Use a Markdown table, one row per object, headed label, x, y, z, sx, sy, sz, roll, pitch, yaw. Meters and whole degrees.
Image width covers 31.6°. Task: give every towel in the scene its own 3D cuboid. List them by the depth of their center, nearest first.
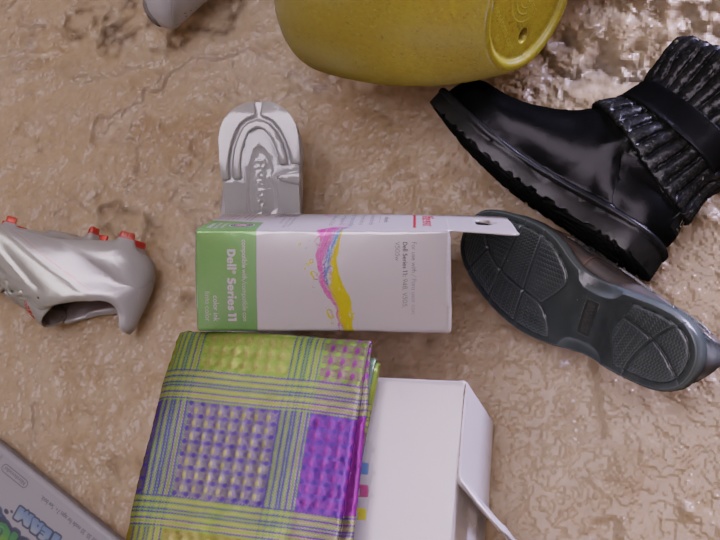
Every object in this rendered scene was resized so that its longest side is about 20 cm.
| label | x | y | z | sx | sy | sz | roll | pitch | yaw |
| --- | --- | --- | --- | --- | --- | --- | --- | --- | --- |
| towel | -0.068 | 0.136 | 0.763 | 0.143 | 0.023 | 0.201 | 3 | 73 | 17 |

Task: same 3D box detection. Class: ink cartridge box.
| label | x | y | z | sx | sy | sz | roll | pitch | yaw |
| --- | --- | --- | --- | --- | --- | --- | --- | --- | --- |
| ink cartridge box | 0.002 | 0.142 | 0.824 | 0.199 | 0.129 | 0.126 | 1 | 73 | 15 |
| ink cartridge box | 0.000 | 0.000 | 0.832 | 0.199 | 0.117 | 0.068 | 0 | 97 | 3 |

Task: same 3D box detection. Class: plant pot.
| label | x | y | z | sx | sy | sz | roll | pitch | yaw |
| --- | --- | --- | --- | --- | --- | --- | --- | --- | --- |
| plant pot | 0.059 | -0.206 | 0.869 | 0.142 | 0.200 | 0.200 | 29 | 82 | 30 |

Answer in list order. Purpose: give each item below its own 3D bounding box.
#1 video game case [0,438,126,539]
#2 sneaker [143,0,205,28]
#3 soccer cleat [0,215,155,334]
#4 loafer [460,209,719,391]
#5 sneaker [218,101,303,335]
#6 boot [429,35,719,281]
| label | x | y | z | sx | sy | sz | roll | pitch | yaw |
| --- | --- | --- | --- | --- | --- | --- | --- | --- | --- |
| video game case | -0.253 | 0.246 | 0.914 | 0.200 | 0.024 | 0.182 | 32 | 83 | 21 |
| sneaker | -0.095 | -0.270 | 1.006 | 0.087 | 0.075 | 0.200 | 37 | 85 | 17 |
| soccer cleat | -0.254 | 0.002 | 0.971 | 0.199 | 0.069 | 0.078 | 7 | 78 | 14 |
| loafer | 0.155 | 0.021 | 0.865 | 0.200 | 0.063 | 0.072 | 35 | 111 | 35 |
| sneaker | -0.071 | -0.023 | 0.931 | 0.076 | 0.081 | 0.201 | 7 | 94 | -3 |
| boot | 0.170 | -0.108 | 0.886 | 0.211 | 0.079 | 0.158 | 37 | 88 | 17 |
